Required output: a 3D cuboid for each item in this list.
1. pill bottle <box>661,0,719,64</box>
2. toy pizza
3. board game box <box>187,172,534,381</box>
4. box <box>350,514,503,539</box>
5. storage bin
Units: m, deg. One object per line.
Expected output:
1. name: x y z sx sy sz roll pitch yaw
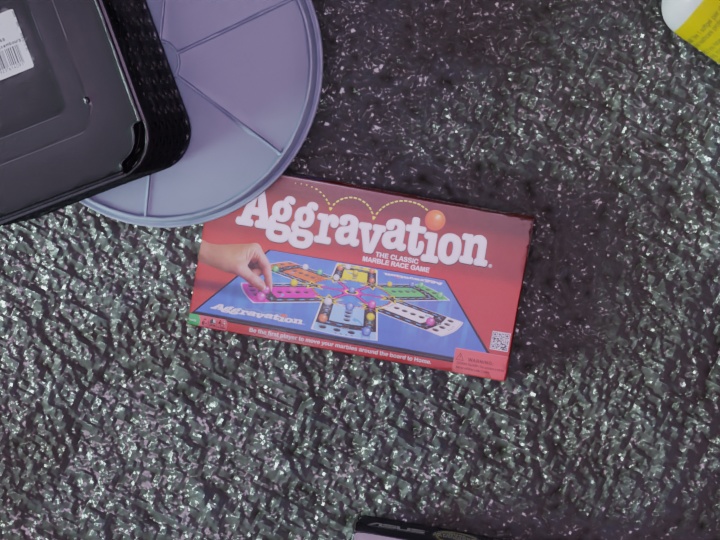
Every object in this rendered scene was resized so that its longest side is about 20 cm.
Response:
1. pill bottle: 0.247 -0.161 1.444 0.200 0.114 0.114 35 98 -2
2. toy pizza: -0.118 -0.127 1.509 0.200 0.032 0.201 1 96 11
3. board game box: 0.000 0.000 1.529 0.199 0.019 0.103 10 96 3
4. box: 0.080 0.249 1.541 0.199 0.049 0.162 9 99 3
5. storage bin: -0.199 -0.136 1.461 0.135 0.094 0.200 -20 90 13
